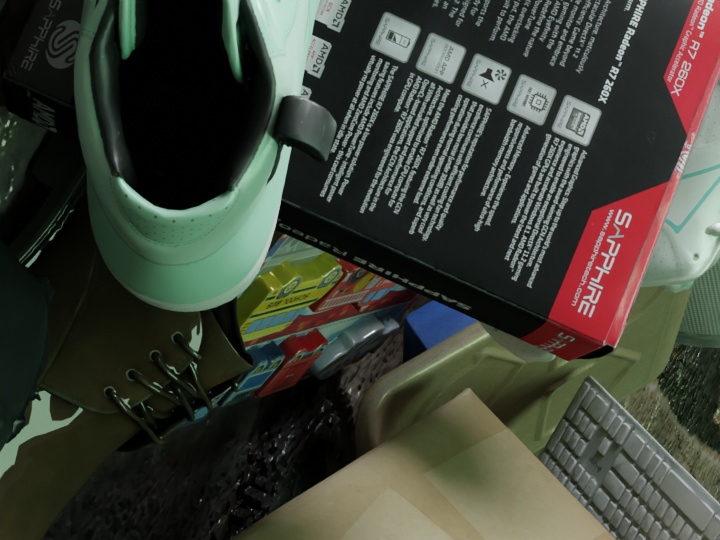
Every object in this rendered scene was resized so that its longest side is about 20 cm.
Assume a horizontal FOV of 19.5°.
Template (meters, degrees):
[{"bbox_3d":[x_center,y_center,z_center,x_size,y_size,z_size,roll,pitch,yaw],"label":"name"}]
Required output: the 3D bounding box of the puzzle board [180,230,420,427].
[{"bbox_3d":[0.000,0.000,0.803,0.151,0.017,0.200,-47,165,24],"label":"puzzle board"}]

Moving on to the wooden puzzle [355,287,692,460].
[{"bbox_3d":[0.069,0.040,0.939,0.200,0.046,0.185,-34,159,-15],"label":"wooden puzzle"}]

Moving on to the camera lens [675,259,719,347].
[{"bbox_3d":[0.171,-0.068,1.028,0.160,0.160,0.200,-62,153,-21],"label":"camera lens"}]

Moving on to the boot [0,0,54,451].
[{"bbox_3d":[-0.120,-0.023,0.561,0.199,0.073,0.163,-58,153,-23],"label":"boot"}]

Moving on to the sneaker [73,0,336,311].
[{"bbox_3d":[-0.037,-0.096,0.558,0.118,0.073,0.201,120,-27,-79],"label":"sneaker"}]

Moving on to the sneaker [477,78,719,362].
[{"bbox_3d":[0.117,-0.041,0.744,0.200,0.080,0.070,-35,167,15],"label":"sneaker"}]

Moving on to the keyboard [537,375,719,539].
[{"bbox_3d":[0.111,0.098,0.854,0.056,0.011,0.200,-66,-162,10],"label":"keyboard"}]

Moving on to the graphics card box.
[{"bbox_3d":[0.005,-0.068,0.645,0.051,0.199,0.126,141,-28,-79],"label":"graphics card box"}]

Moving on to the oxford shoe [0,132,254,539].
[{"bbox_3d":[-0.083,0.030,0.661,0.200,0.084,0.073,-64,156,-13],"label":"oxford shoe"}]

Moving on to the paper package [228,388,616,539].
[{"bbox_3d":[-0.014,0.162,0.792,0.191,0.103,0.200,-52,166,30],"label":"paper package"}]
